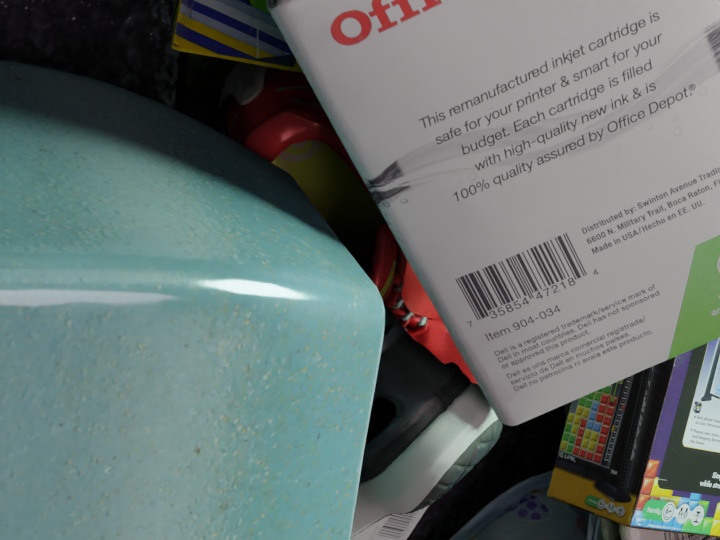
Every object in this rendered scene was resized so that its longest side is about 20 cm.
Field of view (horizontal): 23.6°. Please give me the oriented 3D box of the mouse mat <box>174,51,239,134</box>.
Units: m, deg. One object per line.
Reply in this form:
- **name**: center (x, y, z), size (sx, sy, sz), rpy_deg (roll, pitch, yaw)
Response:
- **mouse mat**: center (0.009, -0.121, 0.706), size (0.160, 0.008, 0.200), rpy_deg (3, 125, -8)

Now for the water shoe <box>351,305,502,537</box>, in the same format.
- **water shoe**: center (-0.007, 0.068, 0.740), size (0.071, 0.200, 0.079), rpy_deg (-40, 91, -31)

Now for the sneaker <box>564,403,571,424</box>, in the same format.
- **sneaker**: center (0.153, 0.098, 0.984), size (0.088, 0.074, 0.200), rpy_deg (-23, 118, -28)

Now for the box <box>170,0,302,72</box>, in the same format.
- **box**: center (0.029, -0.111, 0.671), size (0.199, 0.064, 0.070), rpy_deg (9, 122, -11)

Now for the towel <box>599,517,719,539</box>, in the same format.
- **towel**: center (0.204, 0.152, 0.934), size (0.192, 0.034, 0.201), rpy_deg (-14, 96, -40)

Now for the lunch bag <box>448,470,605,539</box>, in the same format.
- **lunch bag**: center (0.111, 0.220, 0.958), size (0.200, 0.127, 0.170), rpy_deg (-45, 128, 2)

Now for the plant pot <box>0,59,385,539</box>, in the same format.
- **plant pot**: center (-0.105, 0.039, 0.605), size (0.199, 0.196, 0.197), rpy_deg (-2, 117, -21)

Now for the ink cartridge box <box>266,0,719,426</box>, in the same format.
- **ink cartridge box**: center (0.072, -0.062, 0.619), size (0.145, 0.084, 0.200), rpy_deg (-24, 122, 10)

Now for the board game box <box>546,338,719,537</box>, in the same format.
- **board game box**: center (0.193, 0.049, 0.854), size (0.200, 0.057, 0.166), rpy_deg (14, 90, -43)

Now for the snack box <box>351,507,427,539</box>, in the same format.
- **snack box**: center (0.022, 0.041, 0.841), size (0.116, 0.037, 0.200), rpy_deg (20, 108, -41)

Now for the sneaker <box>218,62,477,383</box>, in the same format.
- **sneaker**: center (0.000, 0.000, 0.728), size (0.077, 0.085, 0.200), rpy_deg (-30, 120, 11)
